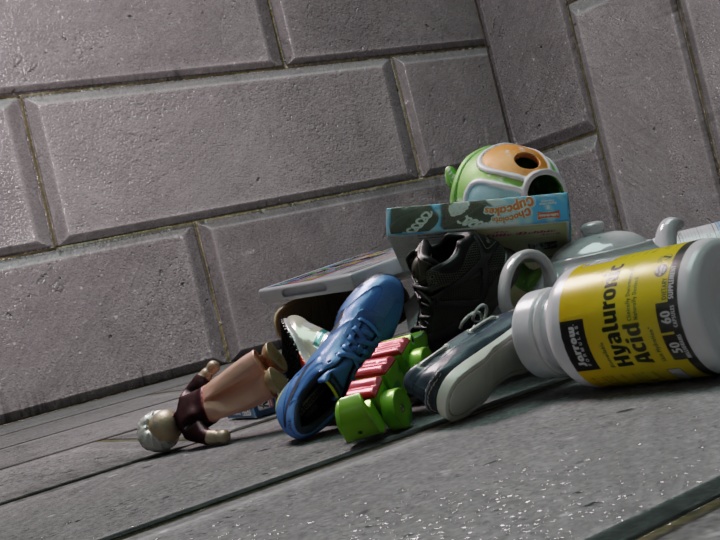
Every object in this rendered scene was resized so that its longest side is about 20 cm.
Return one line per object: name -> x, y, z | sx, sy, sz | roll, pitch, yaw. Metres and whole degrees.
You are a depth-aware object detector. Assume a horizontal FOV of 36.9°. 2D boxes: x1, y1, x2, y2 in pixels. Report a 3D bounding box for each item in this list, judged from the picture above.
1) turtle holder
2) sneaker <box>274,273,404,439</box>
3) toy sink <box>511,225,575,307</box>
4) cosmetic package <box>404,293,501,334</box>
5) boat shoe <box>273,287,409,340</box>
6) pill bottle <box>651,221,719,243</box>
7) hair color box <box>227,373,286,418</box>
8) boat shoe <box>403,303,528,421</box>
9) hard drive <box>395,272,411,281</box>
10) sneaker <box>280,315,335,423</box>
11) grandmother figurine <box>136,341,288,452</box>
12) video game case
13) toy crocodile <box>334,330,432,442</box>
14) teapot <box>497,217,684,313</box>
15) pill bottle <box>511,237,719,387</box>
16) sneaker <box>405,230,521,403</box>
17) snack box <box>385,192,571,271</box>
turtle holder -> 0.186, -0.063, 1.322 | 0.140, 0.186, 0.132 | 11, -4, -30
sneaker -> -0.012, 0.091, 1.119 | 0.200, 0.066, 0.078 | -53, 13, -9
toy sink -> 0.210, 0.023, 1.472 | 0.199, 0.112, 0.130 | -19, -2, 14
cosmetic package -> 0.120, 0.051, 1.319 | 0.113, 0.081, 0.200 | -46, 9, 9
boat shoe -> -0.030, 0.059, 1.405 | 0.199, 0.074, 0.063 | -6, 3, -32
pill bottle -> 0.427, 0.000, 1.357 | 0.199, 0.109, 0.109 | -15, -1, 13
hair color box -> -0.087, 0.154, 1.527 | 0.199, 0.061, 0.100 | -14, -1, -31
boat shoe -> 0.122, 0.075, 1.025 | 0.062, 0.075, 0.200 | 26, 46, 36
hard drive -> 0.119, -0.020, 1.500 | 0.199, 0.027, 0.132 | -19, -2, 21
sneaker -> -0.029, 0.109, 1.258 | 0.093, 0.071, 0.200 | -9, 25, -20
grandmother figurine -> -0.179, 0.155, 1.278 | 0.200, 0.061, 0.121 | -30, 32, 15
video game case -> 0.000, 0.000, 1.373 | 0.200, 0.023, 0.182 | -20, 7, -42
toy crocodile -> 0.023, 0.107, 1.050 | 0.067, 0.062, 0.200 | -14, 19, 27
teapot -> 0.261, 0.020, 1.164 | 0.197, 0.147, 0.200 | -14, 0, 17
pill bottle -> 0.231, 0.043, 0.929 | 0.111, 0.112, 0.200 | -13, -1, -42
sneaker -> 0.076, 0.042, 1.164 | 0.114, 0.200, 0.076 | 29, 10, -24
snack box -> 0.136, -0.041, 1.215 | 0.199, 0.037, 0.116 | -4, -21, 10
